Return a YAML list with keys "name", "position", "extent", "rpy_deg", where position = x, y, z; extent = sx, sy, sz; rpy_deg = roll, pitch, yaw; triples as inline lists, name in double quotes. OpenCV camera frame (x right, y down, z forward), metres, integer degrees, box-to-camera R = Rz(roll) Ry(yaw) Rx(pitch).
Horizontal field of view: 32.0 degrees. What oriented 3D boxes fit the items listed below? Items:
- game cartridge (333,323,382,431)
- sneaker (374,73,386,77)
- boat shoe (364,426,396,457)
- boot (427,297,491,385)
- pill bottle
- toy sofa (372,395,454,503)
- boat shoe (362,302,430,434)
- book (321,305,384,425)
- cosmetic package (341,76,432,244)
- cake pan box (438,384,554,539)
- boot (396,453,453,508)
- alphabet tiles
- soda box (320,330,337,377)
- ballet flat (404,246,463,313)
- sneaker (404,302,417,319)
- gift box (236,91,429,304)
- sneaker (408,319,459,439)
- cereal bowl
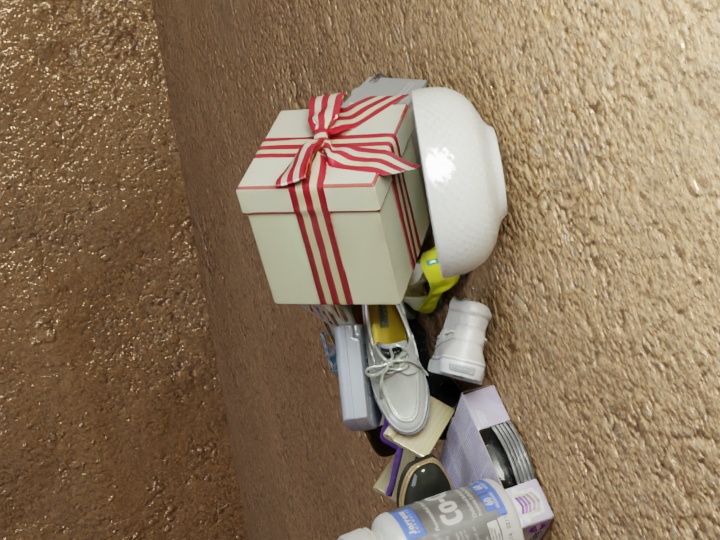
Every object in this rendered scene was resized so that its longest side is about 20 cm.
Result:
- name: "game cartridge"
  position: [-0.001, 0.138, 1.611]
  extent: [0.200, 0.040, 0.135]
  rpy_deg: [31, -131, -82]
- name: "sneaker"
  position: [0.020, -0.154, 1.652]
  extent: [0.070, 0.081, 0.203]
  rpy_deg: [-149, 76, -77]
- name: "boat shoe"
  position: [0.020, 0.207, 1.927]
  extent: [0.201, 0.073, 0.067]
  rpy_deg: [74, 177, -46]
- name: "boot"
  position: [0.128, 0.084, 1.522]
  extent: [0.200, 0.072, 0.097]
  rpy_deg: [118, 166, -84]
- name: "pill bottle"
  position: [0.080, 0.322, 1.448]
  extent: [0.114, 0.197, 0.115]
  rpy_deg: [165, 90, -71]
- name: "toy sofa"
  position: [0.056, 0.232, 1.668]
  extent: [0.097, 0.083, 0.201]
  rpy_deg: [29, 152, 12]
- name: "boat shoe"
  position: [0.041, 0.101, 1.541]
  extent: [0.086, 0.073, 0.205]
  rpy_deg: [29, -129, -82]
- name: "book"
  position: [0.012, 0.102, 1.793]
  extent: [0.202, 0.047, 0.134]
  rpy_deg: [66, -158, -15]
- name: "cosmetic package"
  position: [0.035, -0.125, 1.535]
  extent: [0.107, 0.089, 0.202]
  rpy_deg: [-55, -32, -52]
- name: "cake pan box"
  position: [0.163, 0.266, 1.561]
  extent: [0.201, 0.052, 0.186]
  rpy_deg: [100, 150, -56]
- name: "boot"
  position: [0.110, 0.340, 1.547]
  extent: [0.138, 0.077, 0.202]
  rpy_deg: [-132, 26, -54]
- name: "alphabet tiles"
  position: [-0.078, 0.005, 1.642]
  extent: [0.168, 0.008, 0.200]
  rpy_deg: [61, 166, -22]
- name: "soda box"
  position: [-0.015, 0.126, 1.939]
  extent: [0.200, 0.067, 0.064]
  rpy_deg: [66, -172, -80]
- name: "ballet flat"
  position: [0.079, 0.012, 1.606]
  extent: [0.200, 0.066, 0.068]
  rpy_deg: [126, 130, -71]
- name: "sneaker"
  position: [0.000, 0.000, 1.677]
  extent: [0.200, 0.105, 0.076]
  rpy_deg: [52, -141, -41]
- name: "gift box"
  position: [-0.012, -0.088, 1.408]
  extent: [0.186, 0.197, 0.189]
  rpy_deg: [-75, -25, -50]
- name: "sneaker"
  position: [0.073, 0.151, 1.743]
  extent: [0.088, 0.075, 0.201]
  rpy_deg: [83, 164, -45]
- name: "cereal bowl"
  position: [0.108, -0.098, 1.333]
  extent: [0.200, 0.082, 0.203]
  rpy_deg: [-9, -90, -88]
